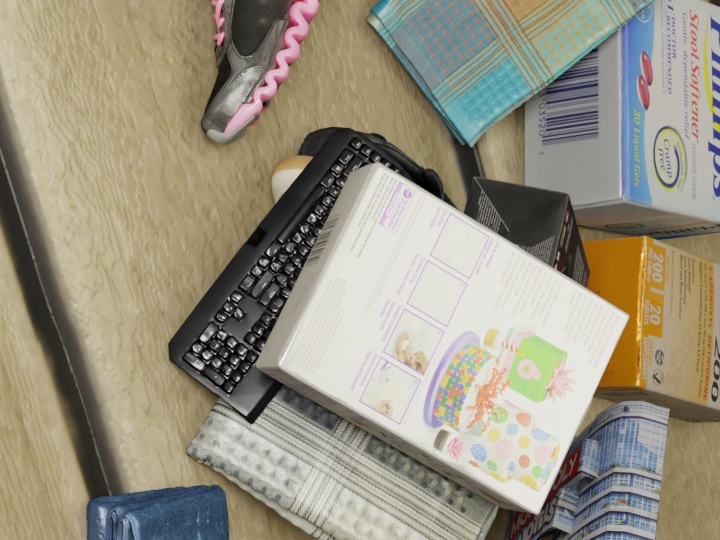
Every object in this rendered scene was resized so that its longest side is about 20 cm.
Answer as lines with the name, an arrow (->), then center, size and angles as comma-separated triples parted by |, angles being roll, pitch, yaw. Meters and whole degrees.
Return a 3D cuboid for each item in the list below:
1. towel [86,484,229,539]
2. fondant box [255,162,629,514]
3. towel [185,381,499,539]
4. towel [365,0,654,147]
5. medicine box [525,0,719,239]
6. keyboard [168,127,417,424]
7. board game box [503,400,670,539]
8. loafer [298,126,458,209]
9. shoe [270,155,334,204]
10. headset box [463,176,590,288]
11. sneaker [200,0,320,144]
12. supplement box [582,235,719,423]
towel -> -0.115, 0.237, 1.279 | 0.111, 0.048, 0.202 | -5, 89, -51
fondant box -> 0.053, 0.045, 1.298 | 0.199, 0.058, 0.145 | 30, 77, -13
towel -> 0.016, 0.092, 1.353 | 0.199, 0.035, 0.194 | 31, 75, 2
towel -> 0.118, -0.200, 1.522 | 0.147, 0.199, 0.022 | 49, 8, -34
medicine box -> 0.229, -0.130, 1.676 | 0.199, 0.102, 0.184 | 8, 80, -48
keyboard -> -0.030, 0.004, 1.331 | 0.104, 0.040, 0.201 | 36, 76, 4
board game box -> 0.159, 0.182, 1.530 | 0.061, 0.200, 0.201 | 19, 52, -9
loafer -> 0.034, -0.041, 1.469 | 0.200, 0.070, 0.069 | 36, 59, -44
shoe -> 0.000, 0.000, 1.423 | 0.200, 0.069, 0.054 | 52, 35, -35
headset box -> 0.112, 0.039, 1.494 | 0.200, 0.074, 0.150 | 60, 43, -68
sneaker -> -0.075, -0.182, 1.371 | 0.095, 0.079, 0.202 | 25, 73, -9
supplement box -> 0.263, 0.053, 1.728 | 0.199, 0.073, 0.127 | 16, 74, -48
